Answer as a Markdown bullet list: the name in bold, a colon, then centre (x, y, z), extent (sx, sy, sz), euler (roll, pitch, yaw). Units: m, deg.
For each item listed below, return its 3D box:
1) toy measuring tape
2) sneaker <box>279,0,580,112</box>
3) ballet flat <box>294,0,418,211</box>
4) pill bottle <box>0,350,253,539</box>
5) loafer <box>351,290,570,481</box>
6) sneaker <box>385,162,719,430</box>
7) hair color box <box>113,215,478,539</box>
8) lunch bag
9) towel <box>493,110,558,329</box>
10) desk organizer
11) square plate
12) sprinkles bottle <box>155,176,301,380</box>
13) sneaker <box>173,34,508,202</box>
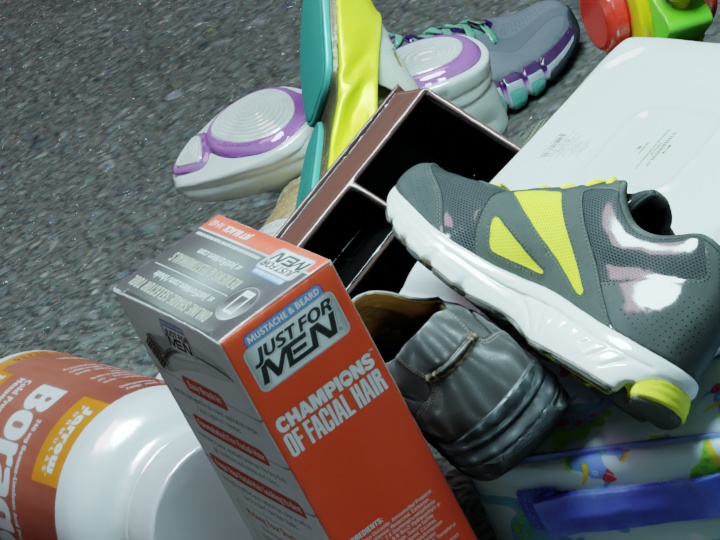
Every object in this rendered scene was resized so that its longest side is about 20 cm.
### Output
- **toy measuring tape**: centre (0.146, -0.134, 1.513), extent (0.074, 0.074, 0.200), euler (-35, -7, -18)
- **sneaker**: centre (0.045, -0.125, 1.683), extent (0.200, 0.088, 0.074), euler (-36, 26, -20)
- **ballet flat**: centre (-0.001, -0.080, 1.511), extent (0.067, 0.067, 0.200), euler (9, 60, -12)
- **pill bottle**: centre (-0.116, 0.105, 1.350), extent (0.112, 0.112, 0.200), euler (-39, 26, -25)
- **loafer**: centre (0.022, 0.035, 1.220), extent (0.073, 0.072, 0.200), euler (-46, 18, -14)
- **sneaker**: centre (0.091, -0.005, 1.184), extent (0.085, 0.074, 0.200), euler (-53, 46, -1)
- **hair color box**: centre (-0.017, 0.082, 1.188), extent (0.064, 0.200, 0.111), euler (-37, 26, -17)
- **lunch bag**: centre (0.150, 0.060, 1.209), extent (0.200, 0.082, 0.161), euler (-11, 27, 32)
- **towel**: centre (0.079, -0.022, 1.447), extent (0.200, 0.035, 0.193), euler (-31, 17, 47)
- **desk organizer**: centre (0.000, 0.000, 1.380), extent (0.200, 0.072, 0.077), euler (-52, 18, -18)
- **square plate**: centre (0.137, -0.045, 1.272), extent (0.198, 0.028, 0.200), euler (11, 49, 47)
- **sprinkles bottle**: centre (-0.047, 0.025, 1.499), extent (0.068, 0.068, 0.200), euler (-12, 27, 29)
- **sneaker**: centre (-0.009, -0.064, 1.598), extent (0.200, 0.100, 0.075), euler (-15, 36, 14)
